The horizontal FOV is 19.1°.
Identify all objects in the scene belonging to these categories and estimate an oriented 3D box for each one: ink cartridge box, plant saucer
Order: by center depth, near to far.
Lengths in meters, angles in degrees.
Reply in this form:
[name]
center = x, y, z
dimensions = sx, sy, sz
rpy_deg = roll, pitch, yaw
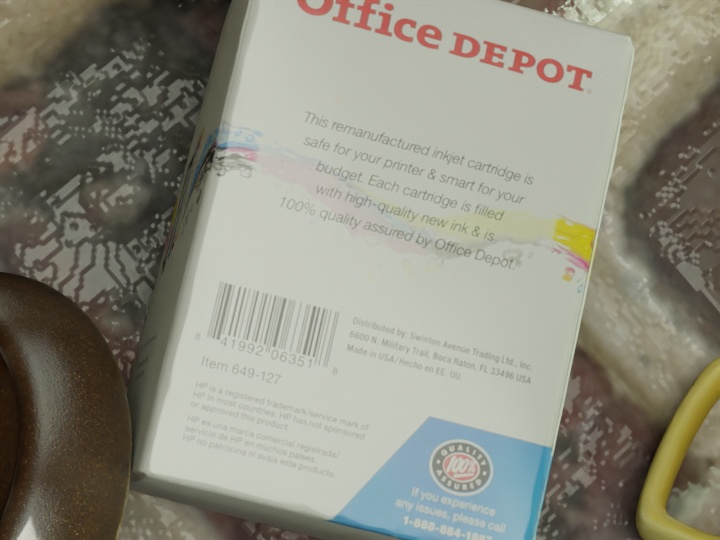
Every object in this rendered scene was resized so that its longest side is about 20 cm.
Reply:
[plant saucer]
center = -0.174, 0.084, 0.771
dimensions = 0.199, 0.032, 0.201
rpy_deg = -14, 56, 22
[ink cartridge box]
center = 0.000, 0.000, 0.821
dimensions = 0.146, 0.145, 0.201
rpy_deg = 15, 80, -9

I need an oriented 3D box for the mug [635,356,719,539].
[mug]
center = 0.226, 0.100, 0.854
dimensions = 0.186, 0.149, 0.154
rpy_deg = 34, 70, -11
